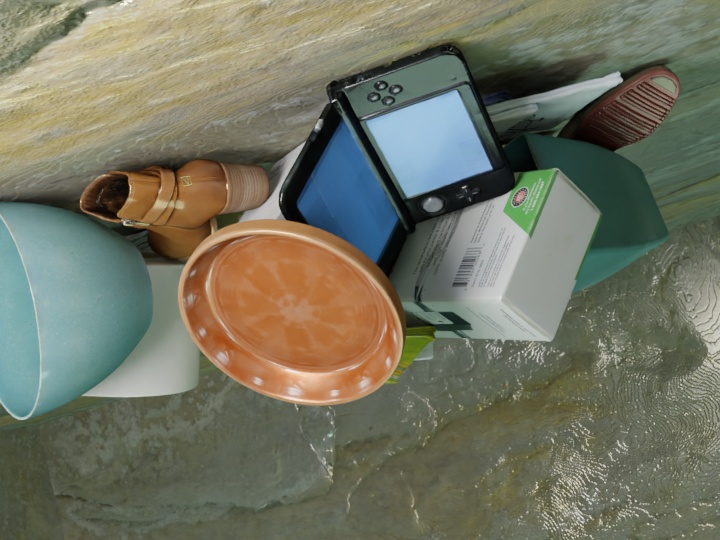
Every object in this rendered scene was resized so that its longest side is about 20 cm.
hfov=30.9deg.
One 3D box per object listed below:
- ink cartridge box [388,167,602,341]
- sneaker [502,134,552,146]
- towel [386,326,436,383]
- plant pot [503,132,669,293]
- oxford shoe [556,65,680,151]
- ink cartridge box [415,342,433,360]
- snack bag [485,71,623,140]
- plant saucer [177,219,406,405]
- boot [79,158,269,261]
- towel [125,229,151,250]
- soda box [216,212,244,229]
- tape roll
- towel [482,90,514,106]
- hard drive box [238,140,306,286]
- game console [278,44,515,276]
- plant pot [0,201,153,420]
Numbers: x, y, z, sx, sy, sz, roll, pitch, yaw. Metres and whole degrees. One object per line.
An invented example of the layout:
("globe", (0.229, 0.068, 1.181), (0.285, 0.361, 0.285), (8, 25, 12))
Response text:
("ink cartridge box", (0.116, -0.013, 1.271), (0.083, 0.147, 0.200), (37, 158, -32))
("sneaker", (0.156, -0.110, 1.559), (0.199, 0.077, 0.073), (-12, 174, -10))
("towel", (0.018, 0.093, 1.359), (0.086, 0.018, 0.200), (-6, 164, -12))
("plant pot", (0.226, -0.053, 1.404), (0.199, 0.142, 0.141), (-4, 156, -38))
("oxford shoe", (0.272, -0.173, 1.435), (0.070, 0.075, 0.200), (29, 138, -21))
("ink cartridge box", (0.000, 0.000, 1.452), (0.146, 0.201, 0.086), (-3, -174, -19))
("snack bag", (0.145, -0.144, 1.320), (0.199, 0.021, 0.189), (-17, 175, -16))
("plant saucer", (-0.057, 0.035, 1.116), (0.200, 0.200, 0.032), (-20, -149, 32))
("boot", (-0.200, -0.054, 1.258), (0.155, 0.077, 0.200), (-5, 172, -39))
("towel", (-0.185, -0.038, 1.585), (0.149, 0.031, 0.200), (-16, 173, 12))
("soda box", (-0.107, 0.008, 1.409), (0.064, 0.201, 0.068), (-6, 169, -35))
("tape roll", (-0.271, 0.050, 1.405), (0.202, 0.140, 0.203), (4, -174, 0))
("towel", (0.074, -0.139, 1.377), (0.199, 0.024, 0.147), (-17, 173, 13))
("hard drive box", (-0.068, -0.031, 1.246), (0.156, 0.077, 0.200), (-27, -151, 58))
("game console", (0.039, -0.071, 1.139), (0.175, 0.117, 0.200), (-17, 142, 12))
("plant pot", (-0.275, 0.027, 1.225), (0.134, 0.201, 0.200), (-11, 172, -32))
